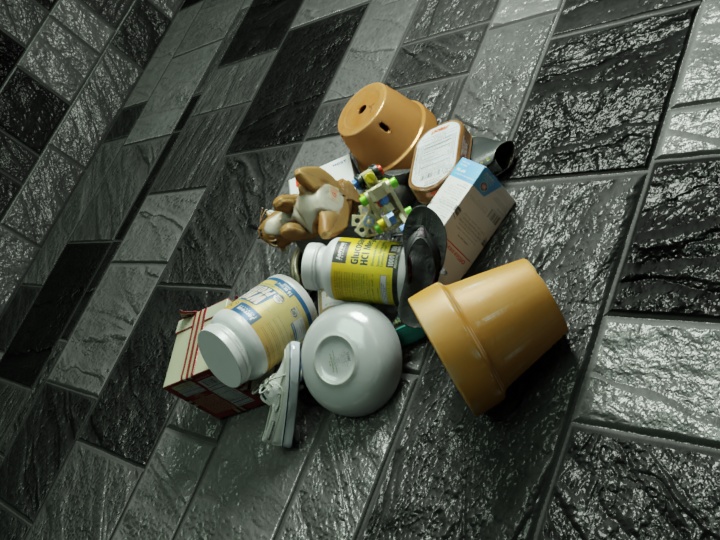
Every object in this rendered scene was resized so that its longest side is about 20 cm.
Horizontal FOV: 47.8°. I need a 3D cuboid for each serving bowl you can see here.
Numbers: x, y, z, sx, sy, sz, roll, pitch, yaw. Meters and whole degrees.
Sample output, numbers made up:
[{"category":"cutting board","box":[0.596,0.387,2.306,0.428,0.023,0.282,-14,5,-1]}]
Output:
[{"category":"serving bowl","box":[-0.028,0.154,1.410,0.198,0.066,0.203,-3,84,30]}]

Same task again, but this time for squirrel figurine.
[{"category":"squirrel figurine","box":[-0.102,-0.107,1.592,0.186,0.143,0.199,-32,-3,38]}]

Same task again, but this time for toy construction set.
[{"category":"toy construction set","box":[0.034,-0.118,1.448,0.092,0.132,0.200,-34,8,-13]}]

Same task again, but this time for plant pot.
[{"category":"plant pot","box":[0.045,-0.302,1.732,0.199,0.140,0.202,-30,40,29]},{"category":"plant pot","box":[0.197,0.082,1.205,0.182,0.201,0.201,-31,38,3]}]

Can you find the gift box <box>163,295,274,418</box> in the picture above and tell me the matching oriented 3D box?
[{"category":"gift box","box":[-0.283,0.165,1.661,0.183,0.200,0.189,-19,45,31]}]

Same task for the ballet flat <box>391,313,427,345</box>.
[{"category":"ballet flat","box":[0.134,0.070,1.380,0.198,0.074,0.075,-18,48,35]}]

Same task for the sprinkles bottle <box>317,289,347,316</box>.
[{"category":"sprinkles bottle","box":[-0.051,0.053,1.599,0.068,0.068,0.202,-32,41,26]}]

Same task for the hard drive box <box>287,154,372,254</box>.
[{"category":"hard drive box","box":[-0.067,-0.134,1.736,0.154,0.077,0.201,-22,42,10]}]

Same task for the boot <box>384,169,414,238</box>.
[{"category":"boot","box":[0.080,-0.129,1.588,0.069,0.200,0.134,-1,100,16]}]

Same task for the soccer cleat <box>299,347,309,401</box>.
[{"category":"soccer cleat","box":[-0.079,0.164,1.524,0.199,0.070,0.087,-38,55,23]}]

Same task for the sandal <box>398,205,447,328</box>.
[{"category":"sandal","box":[0.102,-0.007,1.327,0.074,0.048,0.203,4,84,5]}]

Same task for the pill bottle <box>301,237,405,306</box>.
[{"category":"pill bottle","box":[0.000,0.000,1.453,0.197,0.113,0.114,5,59,15]}]

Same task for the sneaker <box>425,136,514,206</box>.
[{"category":"sneaker","box":[0.199,-0.165,1.492,0.106,0.075,0.202,10,67,55]}]

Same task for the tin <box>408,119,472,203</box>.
[{"category":"tin","box":[0.148,-0.205,1.503,0.111,0.042,0.201,-16,40,27]}]

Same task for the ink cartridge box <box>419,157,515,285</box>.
[{"category":"ink cartridge box","box":[0.168,-0.079,1.417,0.201,0.116,0.067,-54,42,-3]}]

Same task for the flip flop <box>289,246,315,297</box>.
[{"category":"flip flop","box":[-0.116,0.028,1.698,0.057,0.082,0.201,-4,39,3]}]

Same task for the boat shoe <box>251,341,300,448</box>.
[{"category":"boat shoe","box":[-0.156,0.223,1.479,0.075,0.085,0.205,-96,13,-71]}]

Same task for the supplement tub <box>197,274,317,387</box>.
[{"category":"supplement tub","box":[-0.192,0.114,1.530,0.144,0.146,0.199,0,28,48]}]
